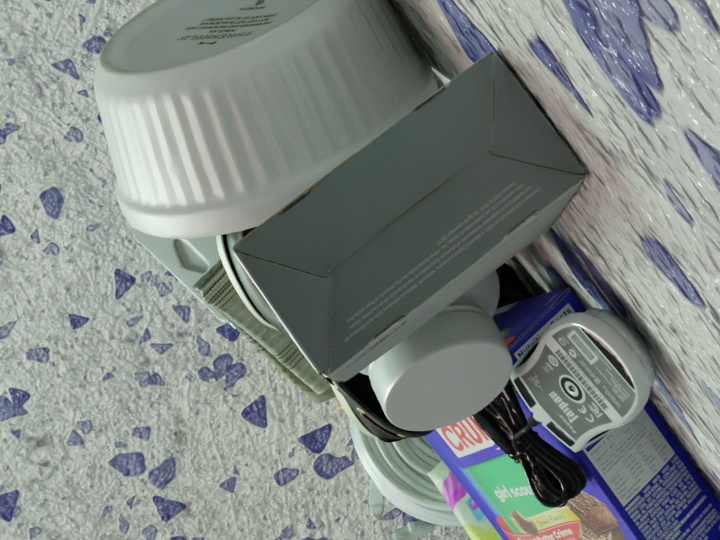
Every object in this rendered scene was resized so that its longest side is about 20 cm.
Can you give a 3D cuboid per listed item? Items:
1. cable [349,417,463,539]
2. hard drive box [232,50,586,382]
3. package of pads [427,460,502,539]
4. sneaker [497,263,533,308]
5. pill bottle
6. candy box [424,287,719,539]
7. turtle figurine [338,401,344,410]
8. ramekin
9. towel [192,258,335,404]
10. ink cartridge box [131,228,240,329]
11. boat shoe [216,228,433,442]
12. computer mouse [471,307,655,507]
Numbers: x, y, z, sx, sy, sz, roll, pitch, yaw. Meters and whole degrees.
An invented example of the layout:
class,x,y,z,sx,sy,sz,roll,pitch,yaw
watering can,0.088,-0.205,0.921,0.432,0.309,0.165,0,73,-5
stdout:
class,x,y,z,sx,sy,sz,roll,pitch,yaw
cable,0.088,0.122,1.532,0.069,0.198,0.202,75,-178,-74
hard drive box,0.025,-0.018,0.891,0.077,0.155,0.200,53,178,5
package of pads,0.163,0.185,1.383,0.068,0.154,0.200,42,-171,-44
sneaker,0.108,0.037,1.330,0.091,0.066,0.200,49,-179,-3
pill bottle,0.020,-0.006,1.070,0.112,0.111,0.201,55,-170,-54
candy box,0.133,0.123,1.202,0.201,0.077,0.169,54,153,-7
turtle figurine,0.064,0.040,1.453,0.065,0.198,0.163,103,153,-62
ramekin,-0.062,-0.111,1.011,0.095,0.201,0.202,68,173,-26
towel,0.000,0.000,1.251,0.035,0.192,0.200,50,-177,38
ink cartridge box,-0.058,-0.005,1.359,0.146,0.085,0.199,39,-169,35
boat shoe,-0.016,0.030,1.156,0.202,0.074,0.063,52,157,-15
computer mouse,0.128,0.072,1.043,0.110,0.044,0.200,51,152,6
